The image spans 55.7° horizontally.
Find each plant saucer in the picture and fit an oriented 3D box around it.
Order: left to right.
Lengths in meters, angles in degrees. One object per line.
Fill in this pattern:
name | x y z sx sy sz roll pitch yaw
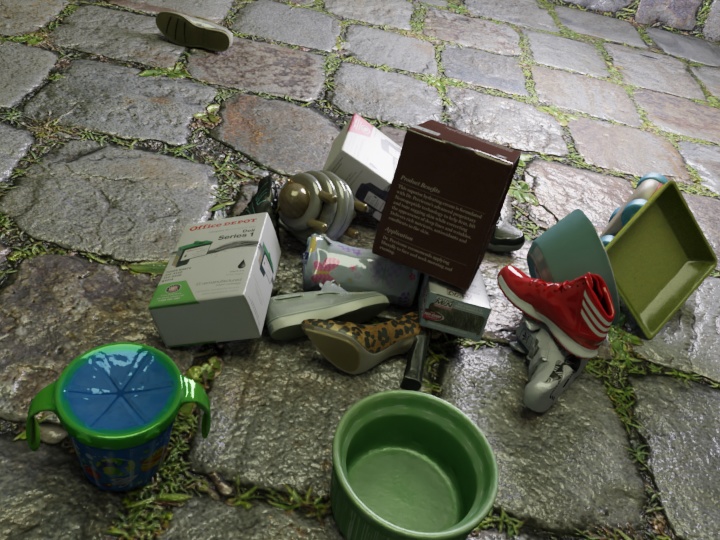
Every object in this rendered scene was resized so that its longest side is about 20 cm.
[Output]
plant saucer | 0.508 -0.020 1.189 0.200 0.200 0.048 -44 22 -9

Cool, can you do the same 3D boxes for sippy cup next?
sippy cup | -0.271 0.176 0.776 0.175 0.132 0.140 22 39 11

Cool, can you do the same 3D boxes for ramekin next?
ramekin | 0.056 0.251 0.812 0.196 0.099 0.202 8 38 -7

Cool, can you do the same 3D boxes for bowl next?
bowl | 0.348 0.009 1.149 0.103 0.202 0.202 -18 41 5

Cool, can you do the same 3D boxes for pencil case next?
pencil case | 0.000 0.000 1.112 0.196 0.083 0.092 11 74 -6

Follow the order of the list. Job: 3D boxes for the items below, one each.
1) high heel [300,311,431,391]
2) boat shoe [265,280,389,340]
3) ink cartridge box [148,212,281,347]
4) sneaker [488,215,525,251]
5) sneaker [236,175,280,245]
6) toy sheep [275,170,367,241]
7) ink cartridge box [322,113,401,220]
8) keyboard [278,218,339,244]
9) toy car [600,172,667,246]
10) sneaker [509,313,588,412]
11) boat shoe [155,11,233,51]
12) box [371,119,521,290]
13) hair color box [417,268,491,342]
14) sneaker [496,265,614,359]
high heel | 0.012 0.086 1.018 0.198 0.072 0.144 25 41 -8
boat shoe | -0.051 0.049 1.038 0.198 0.070 0.072 -10 65 -23
ink cartridge box | -0.207 0.009 1.005 0.143 0.085 0.201 -8 38 9
sneaker | 0.231 -0.114 1.304 0.197 0.115 0.076 29 42 15
sneaker | -0.180 -0.098 1.183 0.078 0.076 0.202 -7 40 0
toy sheep | -0.067 -0.108 1.178 0.138 0.139 0.199 43 15 32
ink cartridge box | 0.036 -0.179 1.284 0.199 0.084 0.146 33 38 -15
keyboard | -0.066 -0.049 1.214 0.199 0.011 0.056 36 43 25
toy car | 0.578 -0.055 1.308 0.199 0.178 0.184 38 40 10
sneaker | 0.273 0.135 1.045 0.114 0.076 0.199 35 37 25
boat shoe | -0.425 -0.617 1.757 0.197 0.076 0.069 19 31 -6
box | 0.136 -0.107 1.062 0.164 0.203 0.164 22 21 11
hair color box | 0.146 0.031 1.098 0.097 0.061 0.201 15 22 -3
sneaker | 0.305 0.028 1.039 0.078 0.117 0.200 -15 48 -44
